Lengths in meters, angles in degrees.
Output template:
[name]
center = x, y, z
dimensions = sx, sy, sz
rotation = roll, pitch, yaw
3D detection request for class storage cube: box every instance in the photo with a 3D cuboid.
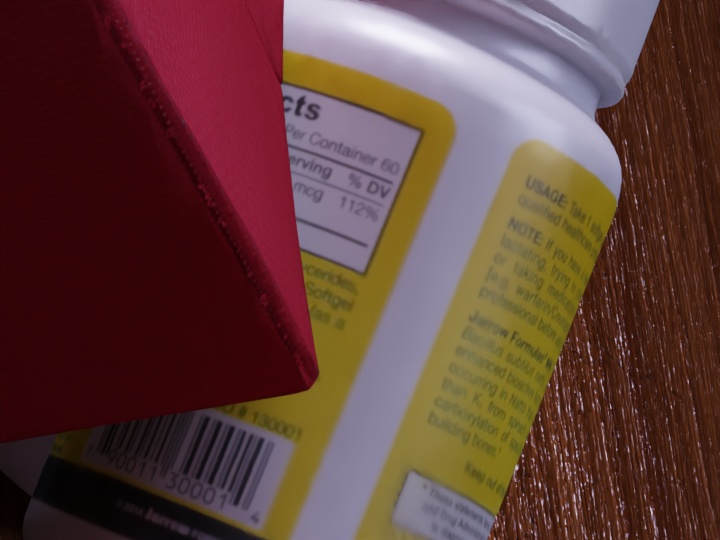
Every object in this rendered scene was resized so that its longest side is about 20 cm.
[storage cube]
center = -0.118, -0.071, 0.606
dimensions = 0.180, 0.199, 0.172
rotation = 63, 19, -58

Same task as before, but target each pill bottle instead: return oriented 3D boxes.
[pill bottle]
center = 0.000, 0.000, 0.713
dimensions = 0.201, 0.114, 0.114
rotation = -67, 156, -7

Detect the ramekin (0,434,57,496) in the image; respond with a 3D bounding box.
[ramekin]
center = -0.055, -0.013, 0.855
dimensions = 0.200, 0.097, 0.201
rotation = 32, 48, -43
